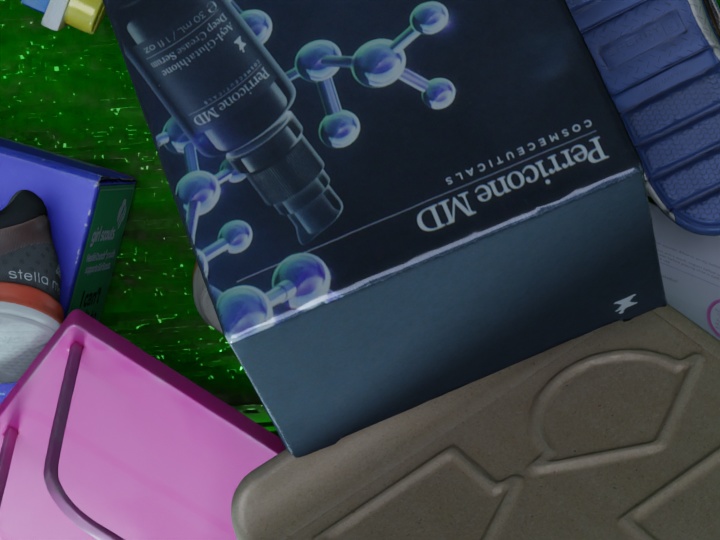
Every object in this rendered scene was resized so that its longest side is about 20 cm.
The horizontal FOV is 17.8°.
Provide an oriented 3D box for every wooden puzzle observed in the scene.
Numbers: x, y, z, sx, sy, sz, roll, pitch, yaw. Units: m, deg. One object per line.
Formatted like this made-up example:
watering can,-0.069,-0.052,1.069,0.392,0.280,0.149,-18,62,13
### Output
wooden puzzle,0.080,0.099,0.795,0.185,0.047,0.200,-32,46,-17

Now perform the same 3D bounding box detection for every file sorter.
file sorter,-0.112,0.150,0.873,0.139,0.126,0.200,33,112,-16

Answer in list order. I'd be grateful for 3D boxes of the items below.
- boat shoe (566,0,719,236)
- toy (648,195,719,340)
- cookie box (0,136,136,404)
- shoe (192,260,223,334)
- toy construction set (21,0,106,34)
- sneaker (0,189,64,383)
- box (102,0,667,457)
boat shoe,0.109,-0.107,0.937,0.072,0.072,0.201,-20,86,7
toy,0.095,0.046,0.923,0.114,0.201,0.047,22,138,4
cookie box,-0.205,0.033,0.976,0.170,0.075,0.202,17,95,4
shoe,0.000,0.000,0.918,0.199,0.054,0.070,-15,123,41
toy construction set,-0.087,-0.191,0.922,0.092,0.131,0.200,38,96,2
sneaker,-0.211,0.003,0.914,0.198,0.077,0.083,-2,67,3
box,0.001,-0.063,0.819,0.147,0.107,0.201,-23,63,0
